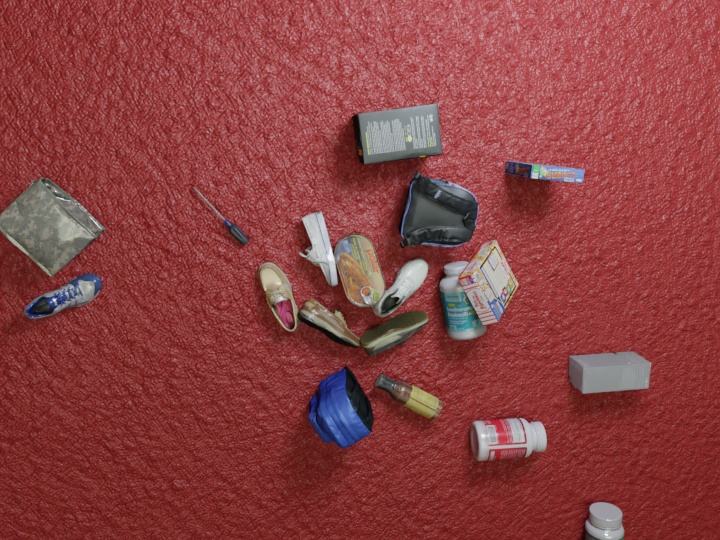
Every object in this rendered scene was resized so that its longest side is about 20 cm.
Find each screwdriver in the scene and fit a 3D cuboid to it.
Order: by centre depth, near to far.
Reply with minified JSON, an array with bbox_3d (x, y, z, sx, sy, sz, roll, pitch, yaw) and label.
[{"bbox_3d":[-0.367,-0.144,1.690,0.028,0.029,0.200,-41,99,4],"label":"screwdriver"}]

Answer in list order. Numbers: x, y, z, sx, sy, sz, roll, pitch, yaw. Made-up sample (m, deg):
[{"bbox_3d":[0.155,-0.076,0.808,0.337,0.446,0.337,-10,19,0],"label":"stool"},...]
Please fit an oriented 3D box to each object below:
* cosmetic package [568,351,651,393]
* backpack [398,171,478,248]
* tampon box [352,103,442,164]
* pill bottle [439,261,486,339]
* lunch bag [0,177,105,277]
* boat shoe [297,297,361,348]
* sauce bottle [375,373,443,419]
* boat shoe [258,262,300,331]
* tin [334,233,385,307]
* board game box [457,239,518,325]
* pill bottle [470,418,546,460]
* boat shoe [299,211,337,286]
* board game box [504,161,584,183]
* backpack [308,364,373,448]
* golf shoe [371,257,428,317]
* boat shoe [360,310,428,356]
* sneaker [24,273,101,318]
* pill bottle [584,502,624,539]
[{"bbox_3d":[0.711,0.292,1.847,0.200,0.107,0.090,-1,103,-7],"label":"cosmetic package"},{"bbox_3d":[0.206,-0.148,1.680,0.190,0.154,0.200,13,107,0],"label":"backpack"},{"bbox_3d":[0.090,-0.343,1.626,0.200,0.150,0.126,-8,102,-4],"label":"tampon box"},{"bbox_3d":[0.277,0.080,1.755,0.111,0.111,0.200,-13,103,-3],"label":"pill bottle"},{"bbox_3d":[-0.778,-0.114,1.606,0.164,0.118,0.200,-41,108,5],"label":"lunch bag"},{"bbox_3d":[-0.074,0.142,1.752,0.200,0.076,0.074,34,69,-22],"label":"boat shoe"},{"bbox_3d":[0.137,0.354,1.824,0.200,0.066,0.066,31,97,-10],"label":"sauce bottle"},{"bbox_3d":[-0.214,0.073,1.726,0.074,0.069,0.200,-26,103,0],"label":"boat shoe"},{"bbox_3d":[0.000,0.000,1.722,0.112,0.042,0.200,-17,86,6],"label":"tin"},{"bbox_3d":[0.345,0.030,1.714,0.046,0.200,0.152,-19,106,38],"label":"board game box"},{"bbox_3d":[0.426,0.486,1.856,0.200,0.112,0.112,-2,102,-5],"label":"pill bottle"},{"bbox_3d":[-0.119,-0.049,1.707,0.086,0.075,0.202,-14,101,-3],"label":"boat shoe"},{"bbox_3d":[0.469,-0.255,1.657,0.135,0.200,0.035,4,102,-6],"label":"board game box"},{"bbox_3d":[-0.051,0.390,1.743,0.168,0.200,0.163,-36,104,3],"label":"backpack"},{"bbox_3d":[0.115,0.054,1.742,0.078,0.097,0.200,40,94,-11],"label":"golf shoe"},{"bbox_3d":[0.097,0.175,1.783,0.201,0.072,0.066,-23,124,-10],"label":"boat shoe"},{"bbox_3d":[-0.766,0.076,1.663,0.200,0.088,0.075,-28,101,-1],"label":"sneaker"},{"bbox_3d":[0.741,0.821,1.959,0.113,0.113,0.200,-3,103,-5],"label":"pill bottle"}]
